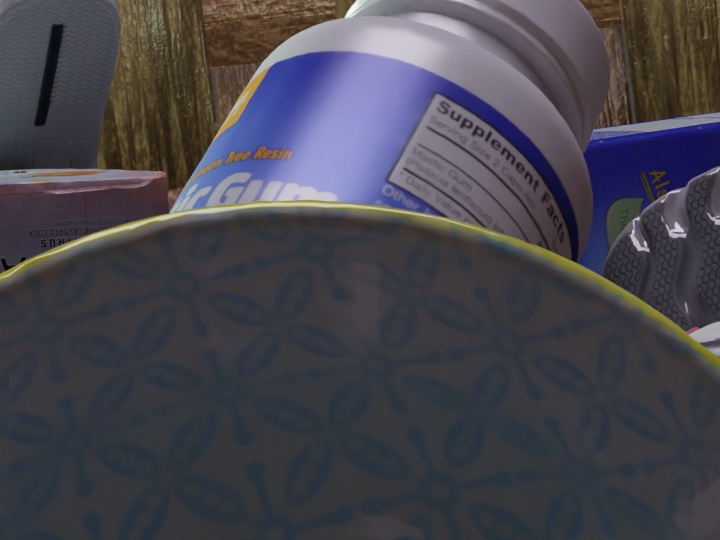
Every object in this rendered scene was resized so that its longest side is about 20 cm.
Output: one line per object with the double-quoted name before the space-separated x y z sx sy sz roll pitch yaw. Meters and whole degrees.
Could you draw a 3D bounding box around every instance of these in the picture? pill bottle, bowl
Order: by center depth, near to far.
"bowl" -0.010 0.099 0.477 0.198 0.202 0.108 -7 -17 -1
"pill bottle" 0.000 0.000 0.798 0.111 0.112 0.201 -4 43 34

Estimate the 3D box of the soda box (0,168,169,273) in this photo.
"soda box" -0.113 0.002 0.913 0.063 0.069 0.200 -4 3 -17

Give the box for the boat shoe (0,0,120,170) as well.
"boat shoe" -0.129 -0.059 1.037 0.072 0.071 0.200 2 -40 -23

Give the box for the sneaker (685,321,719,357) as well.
"sneaker" 0.134 0.078 0.569 0.199 0.081 0.075 34 27 19

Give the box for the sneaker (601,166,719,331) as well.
"sneaker" 0.170 0.006 0.824 0.198 0.075 0.082 -8 -25 9

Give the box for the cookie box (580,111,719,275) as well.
"cookie box" 0.127 0.028 1.049 0.199 0.173 0.075 -8 8 -26
